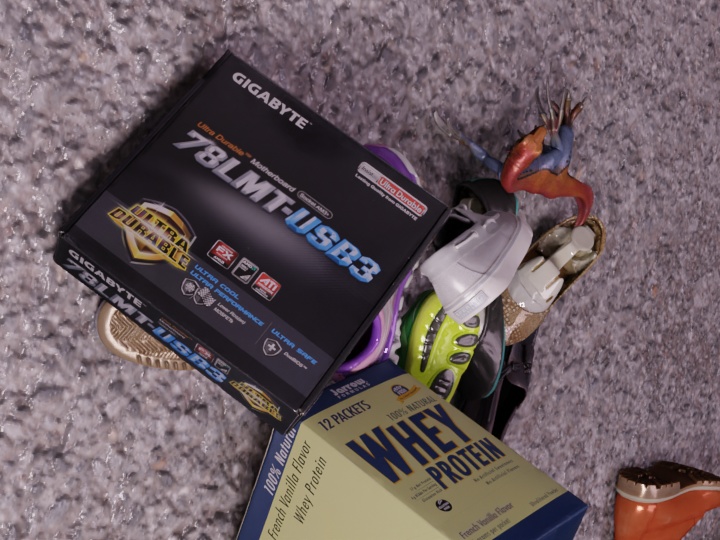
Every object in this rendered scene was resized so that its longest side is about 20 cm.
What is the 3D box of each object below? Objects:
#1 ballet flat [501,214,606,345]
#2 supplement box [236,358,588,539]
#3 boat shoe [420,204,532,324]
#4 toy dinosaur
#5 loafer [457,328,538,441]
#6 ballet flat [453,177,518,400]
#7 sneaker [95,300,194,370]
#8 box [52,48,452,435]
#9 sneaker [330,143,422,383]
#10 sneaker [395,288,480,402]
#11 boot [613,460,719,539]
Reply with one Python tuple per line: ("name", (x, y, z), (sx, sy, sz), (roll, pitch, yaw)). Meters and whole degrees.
("ballet flat", (0.172, 0.000, 1.429), (0.071, 0.065, 0.200), (44, 46, 1))
("supplement box", (0.026, 0.214, 1.142), (0.134, 0.200, 0.200), (-20, 137, -49))
("boat shoe", (0.086, -0.019, 1.227), (0.069, 0.072, 0.200), (50, 26, -6))
("toy dinosaur", (0.164, -0.096, 1.324), (0.200, 0.105, 0.182), (48, 27, -16))
("loafer", (0.130, 0.124, 1.412), (0.200, 0.063, 0.072), (-61, 139, -23))
("ballet flat", (0.092, 0.013, 1.346), (0.068, 0.068, 0.200), (17, 74, -43))
("sneaker", (-0.101, 0.014, 1.100), (0.200, 0.112, 0.071), (-9, 110, -20))
("box", (-0.070, -0.024, 1.032), (0.199, 0.200, 0.050), (-52, 178, -29))
("sneaker", (0.000, 0.000, 1.186), (0.088, 0.080, 0.200), (-4, 102, -73))
("sneaker", (0.039, 0.105, 1.276), (0.074, 0.084, 0.200), (28, 94, -14))
("boot", (0.354, 0.278, 1.737), (0.200, 0.075, 0.107), (0, 101, -44))
